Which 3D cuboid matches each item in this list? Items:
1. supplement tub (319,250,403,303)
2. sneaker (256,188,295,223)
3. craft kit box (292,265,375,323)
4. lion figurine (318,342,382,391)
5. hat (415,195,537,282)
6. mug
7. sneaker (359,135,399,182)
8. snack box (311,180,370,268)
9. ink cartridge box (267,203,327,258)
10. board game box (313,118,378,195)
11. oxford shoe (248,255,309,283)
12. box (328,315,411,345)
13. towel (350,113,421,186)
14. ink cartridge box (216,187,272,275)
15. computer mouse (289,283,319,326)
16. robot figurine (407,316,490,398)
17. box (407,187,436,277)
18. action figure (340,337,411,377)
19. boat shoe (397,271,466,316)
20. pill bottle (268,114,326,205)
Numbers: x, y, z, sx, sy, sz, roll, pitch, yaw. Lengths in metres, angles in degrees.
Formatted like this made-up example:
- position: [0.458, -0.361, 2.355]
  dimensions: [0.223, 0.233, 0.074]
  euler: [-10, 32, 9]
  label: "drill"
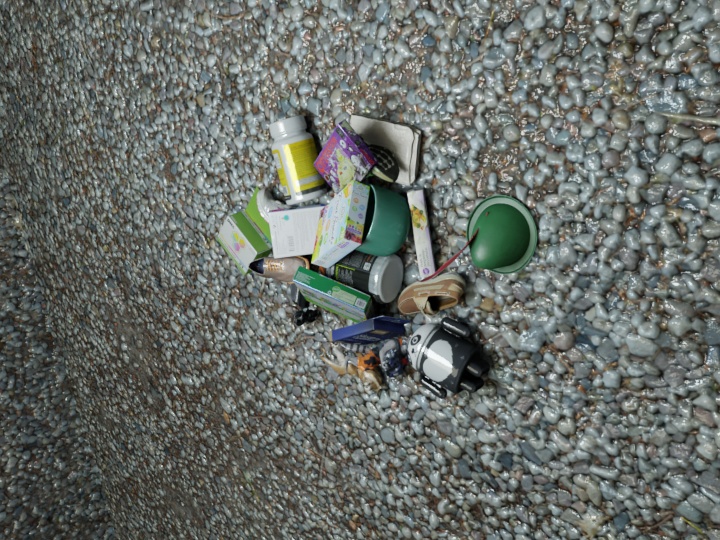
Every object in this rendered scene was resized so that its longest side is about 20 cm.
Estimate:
- position: [0.000, 0.000, 1.582]
  dimensions: [0.196, 0.121, 0.127]
  euler: [16, 117, 33]
  label: "supplement tub"
- position: [-0.207, -0.148, 1.724]
  dimensions: [0.088, 0.081, 0.202]
  euler: [-38, 79, 14]
  label: "sneaker"
- position: [-0.061, 0.071, 1.599]
  dimensions: [0.195, 0.050, 0.198]
  euler: [23, 164, 11]
  label: "craft kit box"
- position: [-0.026, 0.264, 1.750]
  dimensions: [0.197, 0.073, 0.124]
  euler: [13, 143, 50]
  label: "lion figurine"
- position: [0.254, -0.040, 1.321]
  dimensions: [0.164, 0.174, 0.204]
  euler: [36, 126, 21]
  label: "hat"
- position: [0.047, -0.123, 1.493]
  dimensions: [0.154, 0.111, 0.188]
  euler: [-59, 29, 36]
  label: "mug"
- position: [0.014, -0.245, 1.475]
  dimensions: [0.199, 0.076, 0.090]
  euler: [38, 140, 31]
  label: "sneaker"
- position: [-0.049, -0.104, 1.490]
  dimensions: [0.199, 0.052, 0.147]
  euler: [-31, 48, 60]
  label: "snack box"
- position: [-0.138, -0.106, 1.655]
  dimensions: [0.193, 0.042, 0.123]
  euler: [-6, 107, -2]
  label: "ink cartridge box"
- position: [-0.037, -0.246, 1.456]
  dimensions: [0.121, 0.032, 0.200]
  euler: [54, 154, 3]
  label: "board game box"
- position: [-0.217, -0.004, 1.678]
  dimensions: [0.196, 0.072, 0.074]
  euler: [-3, 83, 40]
  label: "oxford shoe"
- position: [0.026, 0.157, 1.625]
  dimensions: [0.197, 0.119, 0.034]
  euler: [-22, 65, 41]
  label: "box"
- position: [0.053, -0.283, 1.485]
  dimensions: [0.196, 0.034, 0.137]
  euler: [20, 118, 32]
  label: "towel"
- position: [-0.317, -0.114, 1.825]
  dimensions: [0.149, 0.075, 0.201]
  euler: [49, 132, 13]
  label: "ink cartridge box"
- position: [-0.156, 0.044, 1.744]
  dimensions: [0.051, 0.138, 0.207]
  euler: [-14, 86, 19]
  label: "computer mouse"
- position: [0.203, 0.209, 1.495]
  dimensions: [0.197, 0.152, 0.126]
  euler: [28, 159, 27]
  label: "robot figurine"
- position: [0.143, -0.088, 1.478]
  dimensions: [0.037, 0.042, 0.207]
  euler: [-7, 105, 13]
  label: "box"
- position: [0.048, 0.207, 1.600]
  dimensions: [0.201, 0.187, 0.108]
  euler: [86, 171, -66]
  label: "action figure"
- position: [0.160, 0.068, 1.496]
  dimensions: [0.075, 0.073, 0.198]
  euler: [37, 138, -25]
  label: "boat shoe"
- position: [-0.161, -0.280, 1.608]
  dimensions: [0.112, 0.113, 0.206]
  euler: [-6, 104, 39]
  label: "pill bottle"
